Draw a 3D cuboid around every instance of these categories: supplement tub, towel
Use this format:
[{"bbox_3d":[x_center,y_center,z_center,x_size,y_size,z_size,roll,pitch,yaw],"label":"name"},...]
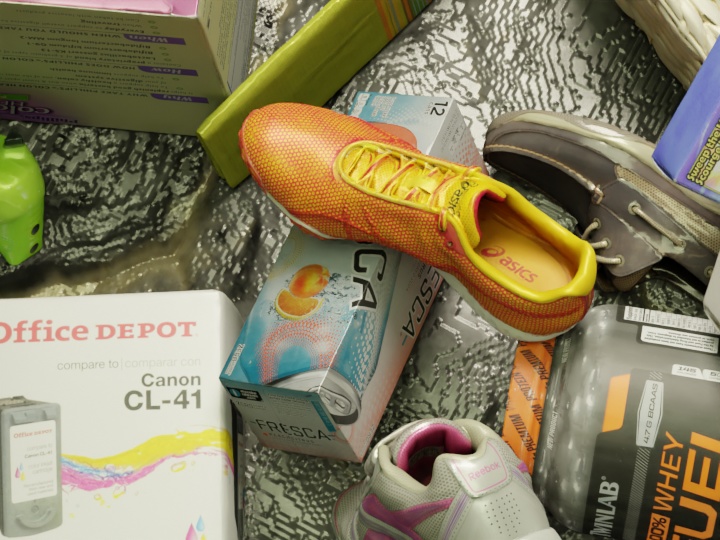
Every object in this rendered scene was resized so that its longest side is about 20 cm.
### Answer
[{"bbox_3d":[0.176,0.086,1.283,0.199,0.123,0.123,9,76,6],"label":"supplement tub"},{"bbox_3d":[-0.013,-0.132,1.370,0.200,0.086,0.018,-45,70,-7],"label":"towel"}]

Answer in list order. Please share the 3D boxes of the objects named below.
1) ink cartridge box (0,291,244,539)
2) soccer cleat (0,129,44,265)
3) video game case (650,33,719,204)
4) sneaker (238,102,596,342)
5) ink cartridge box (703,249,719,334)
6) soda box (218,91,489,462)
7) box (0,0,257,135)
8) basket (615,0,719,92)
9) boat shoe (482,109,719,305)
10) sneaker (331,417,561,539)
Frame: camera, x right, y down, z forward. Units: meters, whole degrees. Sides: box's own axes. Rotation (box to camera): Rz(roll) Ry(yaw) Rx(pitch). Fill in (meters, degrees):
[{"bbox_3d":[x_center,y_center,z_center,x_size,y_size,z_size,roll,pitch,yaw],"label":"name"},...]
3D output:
[{"bbox_3d":[-0.138,0.118,1.308,0.147,0.086,0.201,-2,77,3],"label":"ink cartridge box"},{"bbox_3d":[-0.259,-0.062,1.380,0.200,0.081,0.067,26,47,28],"label":"soccer cleat"},{"bbox_3d":[0.273,-0.101,1.244,0.181,0.045,0.200,24,104,-20],"label":"video game case"},{"bbox_3d":[0.032,-0.038,1.242,0.199,0.077,0.073,25,62,4],"label":"sneaker"},{"bbox_3d":[0.289,-0.016,1.210,0.199,0.086,0.148,10,108,-15],"label":"ink cartridge box"},{"bbox_3d":[0.000,0.000,1.308,0.063,0.068,0.200,6,56,29],"label":"soda box"},{"bbox_3d":[-0.154,-0.153,1.326,0.175,0.200,0.097,5,75,6],"label":"box"},{"bbox_3d":[0.200,-0.176,1.328,0.123,0.136,0.200,-37,90,1],"label":"basket"},{"bbox_3d":[0.153,-0.025,1.338,0.199,0.075,0.073,24,78,11],"label":"boat shoe"},{"bbox_3d":[0.040,0.115,1.251,0.081,0.200,0.089,-22,98,-25],"label":"sneaker"}]
